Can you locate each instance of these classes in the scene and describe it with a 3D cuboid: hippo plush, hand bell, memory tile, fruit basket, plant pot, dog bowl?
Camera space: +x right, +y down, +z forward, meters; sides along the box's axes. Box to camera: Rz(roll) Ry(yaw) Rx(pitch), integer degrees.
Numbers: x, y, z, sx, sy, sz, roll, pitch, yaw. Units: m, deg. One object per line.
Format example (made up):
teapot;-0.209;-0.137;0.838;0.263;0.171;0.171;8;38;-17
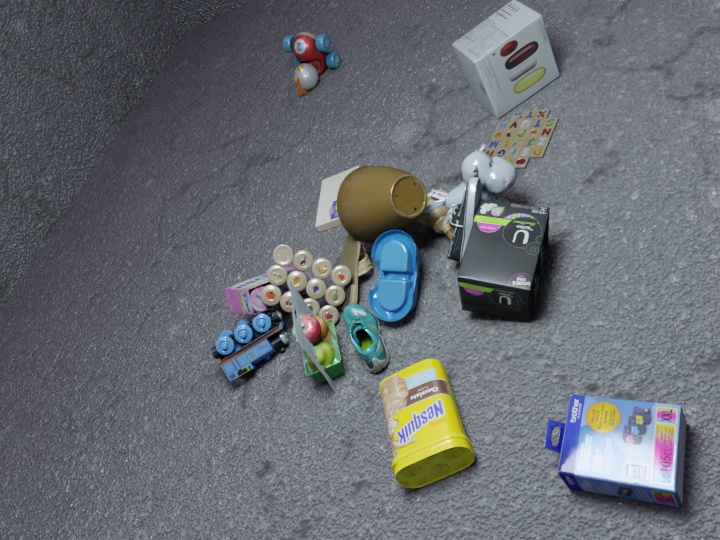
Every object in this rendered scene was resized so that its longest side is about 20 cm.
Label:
hippo plush;0.266;-0.202;1.359;0.197;0.162;0.160;20;45;7
hand bell;0.211;-0.083;1.419;0.103;0.104;0.201;-32;54;7
memory tile;-0.129;0.035;1.455;0.017;0.197;0.156;-114;44;-85
fruit basket;-0.112;0.148;1.347;0.093;0.201;0.187;-27;42;11
plant pot;0.065;-0.161;1.400;0.187;0.186;0.199;-52;18;-15
dog bowl;0.080;0.013;1.374;0.110;0.049;0.204;3;86;28

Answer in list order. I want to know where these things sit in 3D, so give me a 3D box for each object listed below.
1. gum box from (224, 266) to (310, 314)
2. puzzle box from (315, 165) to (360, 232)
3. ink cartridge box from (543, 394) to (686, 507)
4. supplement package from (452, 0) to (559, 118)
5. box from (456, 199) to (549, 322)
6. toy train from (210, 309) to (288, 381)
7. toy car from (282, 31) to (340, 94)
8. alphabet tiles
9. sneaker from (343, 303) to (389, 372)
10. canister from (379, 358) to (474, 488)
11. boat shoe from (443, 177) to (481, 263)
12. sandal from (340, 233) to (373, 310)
gum box;-0.228;0.047;1.547;0.199;0.067;0.113;-24;15;-40
puzzle box;-0.061;-0.208;1.763;0.131;0.025;0.202;-17;46;24
ink cartridge box;0.392;0.275;0.951;0.198;0.076;0.138;-3;52;37
supplement package;0.386;-0.557;1.613;0.199;0.192;0.148;-34;41;7
box;0.292;-0.022;1.231;0.146;0.125;0.202;10;59;22
toy train;-0.268;0.179;1.502;0.198;0.115;0.087;-31;10;0
toy car;-0.203;-0.756;2.268;0.182;0.177;0.203;9;71;28
alphabet tiles;0.403;-0.333;1.541;0.165;0.006;0.202;7;59;40
sneaker;0.007;0.135;1.361;0.077;0.080;0.201;-36;40;4
canister;0.117;0.281;1.144;0.147;0.087;0.202;-27;40;13
boat shoe;0.216;-0.107;1.301;0.067;0.202;0.074;14;41;19
sandal;-0.003;0.001;1.509;0.077;0.069;0.215;-18;62;55
